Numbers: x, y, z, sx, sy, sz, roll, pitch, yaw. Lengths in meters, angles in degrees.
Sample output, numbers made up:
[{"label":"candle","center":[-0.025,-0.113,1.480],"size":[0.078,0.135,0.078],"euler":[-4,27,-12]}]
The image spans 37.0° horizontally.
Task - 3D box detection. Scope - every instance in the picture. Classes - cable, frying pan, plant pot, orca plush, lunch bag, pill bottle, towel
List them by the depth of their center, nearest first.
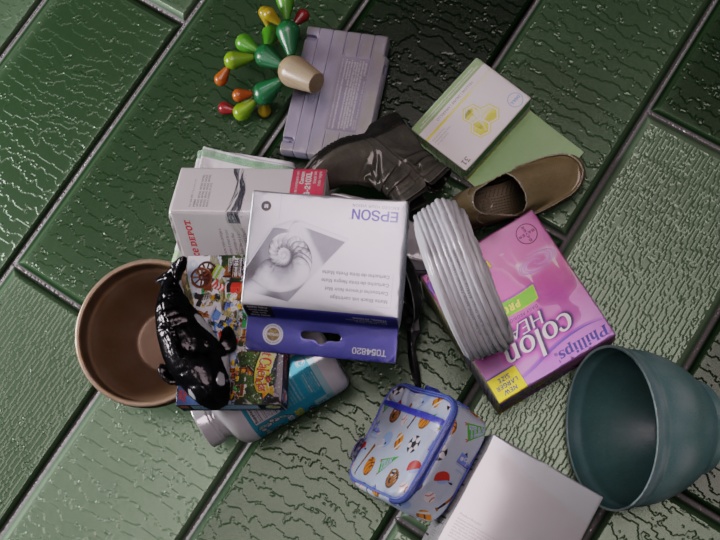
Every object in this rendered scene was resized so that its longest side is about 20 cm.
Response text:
[{"label":"cable","center":[0.121,0.009,1.290],"size":[0.069,0.200,0.200],"euler":[-21,71,7]},{"label":"orca plush","center":[-0.213,0.073,1.330],"size":[0.105,0.071,0.200],"euler":[-12,69,6]},{"label":"plant pot","center":[0.363,0.194,1.331],"size":[0.134,0.200,0.201],"euler":[3,73,-21]},{"label":"lunch bag","center":[0.067,0.219,1.350],"size":[0.076,0.200,0.160],"euler":[32,81,-21]},{"label":"pill bottle","center":[-0.124,0.154,1.426],"size":[0.200,0.111,0.111],"euler":[-30,74,-1]},{"label":"frying pan","center":[0.067,0.055,1.433],"size":[0.031,0.115,0.190],"euler":[-16,74,-15]},{"label":"plant pot","center":[-0.278,0.092,1.469],"size":[0.200,0.093,0.201],"euler":[-2,75,9]},{"label":"towel","center":[-0.184,-0.073,1.537],"size":[0.149,0.031,0.200],"euler":[10,77,10]}]

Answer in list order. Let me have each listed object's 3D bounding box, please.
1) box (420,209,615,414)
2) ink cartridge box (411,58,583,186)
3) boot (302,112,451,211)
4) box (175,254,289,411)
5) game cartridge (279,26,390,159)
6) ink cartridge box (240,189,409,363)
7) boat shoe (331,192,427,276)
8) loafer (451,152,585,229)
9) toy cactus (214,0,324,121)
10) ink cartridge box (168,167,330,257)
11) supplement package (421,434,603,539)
[{"label":"box","center":[0.204,0.056,1.421],"size":[0.176,0.097,0.200],"euler":[-30,74,-2]},{"label":"ink cartridge box","center":[0.193,-0.184,1.514],"size":[0.200,0.048,0.146],"euler":[40,82,17]},{"label":"boot","center":[0.019,-0.125,1.465],"size":[0.200,0.068,0.131],"euler":[-33,70,-18]},{"label":"box","center":[-0.159,0.078,1.378],"size":[0.136,0.038,0.200],"euler":[-2,71,9]},{"label":"game cartridge","center":[-0.034,-0.253,1.567],"size":[0.129,0.038,0.200],"euler":[11,77,5]},{"label":"ink cartridge box","center":[-0.045,0.007,1.318],"size":[0.199,0.041,0.200],"euler":[4,88,8]},{"label":"boat shoe","center":[0.032,-0.051,1.486],"size":[0.200,0.065,0.074],"euler":[19,78,12]},{"label":"loafer","center":[0.222,-0.105,1.461],"size":[0.200,0.067,0.076],"euler":[-24,93,-9]},{"label":"toy cactus","center":[-0.118,-0.293,1.547],"size":[0.165,0.102,0.200],"euler":[33,95,32]},{"label":"ink cartridge box","center":[-0.140,-0.061,1.437],"size":[0.200,0.145,0.084],"euler":[2,53,6]},{"label":"supplement package","center":[0.170,0.326,1.315],"size":[0.152,0.151,0.200],"euler":[30,80,4]}]
